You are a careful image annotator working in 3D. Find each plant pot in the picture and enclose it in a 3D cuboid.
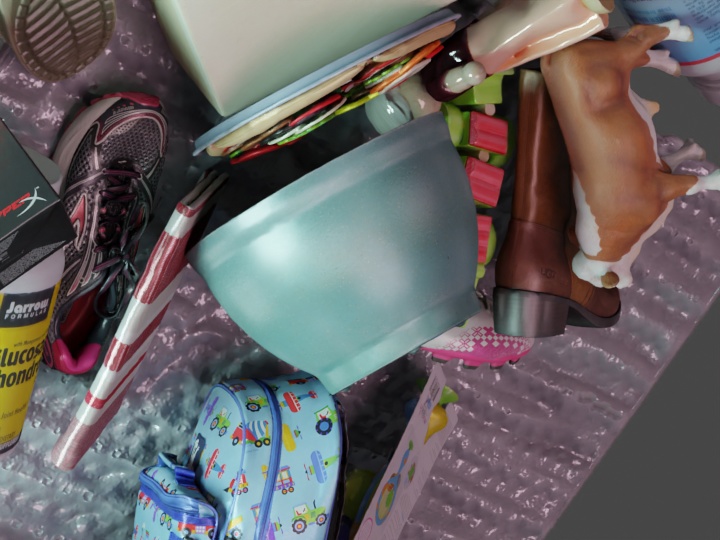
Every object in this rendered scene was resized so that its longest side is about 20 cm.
[{"bbox_3d":[0.000,0.000,1.622,0.200,0.200,0.134,-28,88,-14],"label":"plant pot"}]

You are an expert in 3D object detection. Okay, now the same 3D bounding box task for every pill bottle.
[{"bbox_3d":[-0.256,0.020,1.562,0.112,0.112,0.200,3,116,-32],"label":"pill bottle"},{"bbox_3d":[0.235,-0.211,1.725,0.109,0.109,0.200,-43,129,-2],"label":"pill bottle"}]

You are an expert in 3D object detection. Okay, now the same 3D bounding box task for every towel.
[{"bbox_3d":[-0.150,0.029,1.625,0.023,0.144,0.200,27,104,0],"label":"towel"}]

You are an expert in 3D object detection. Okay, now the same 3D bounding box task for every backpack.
[{"bbox_3d":[-0.085,0.167,1.715,0.134,0.183,0.201,10,98,-17],"label":"backpack"}]

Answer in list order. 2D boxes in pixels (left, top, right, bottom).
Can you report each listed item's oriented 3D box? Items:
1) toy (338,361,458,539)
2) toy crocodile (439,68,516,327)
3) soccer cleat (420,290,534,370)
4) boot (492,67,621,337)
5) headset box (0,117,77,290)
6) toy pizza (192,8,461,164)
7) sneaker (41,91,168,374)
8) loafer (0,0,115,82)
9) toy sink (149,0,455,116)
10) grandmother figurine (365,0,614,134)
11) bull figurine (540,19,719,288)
[{"bbox_3d":[0.010,0.169,1.812,0.200,0.047,0.115,-59,159,-19],"label":"toy"},{"bbox_3d":[0.075,-0.058,1.727,0.067,0.062,0.201,13,86,-35],"label":"toy crocodile"},{"bbox_3d":[0.056,0.022,1.779,0.200,0.070,0.087,6,106,-35],"label":"soccer cleat"},{"bbox_3d":[0.152,-0.058,1.794,0.188,0.068,0.201,-5,101,-56],"label":"boot"},{"bbox_3d":[-0.290,-0.065,1.454,0.149,0.200,0.077,-34,165,-9],"label":"headset box"},{"bbox_3d":[-0.019,-0.116,1.585,0.200,0.200,0.032,-28,92,-14],"label":"toy pizza"},{"bbox_3d":[-0.171,-0.025,1.612,0.080,0.075,0.200,7,112,-34],"label":"sneaker"},{"bbox_3d":[-0.212,-0.196,1.495,0.076,0.068,0.200,-33,145,-8],"label":"loafer"},{"bbox_3d":[-0.041,-0.216,1.555,0.200,0.112,0.131,-28,128,-8],"label":"toy sink"},{"bbox_3d":[0.084,-0.150,1.657,0.200,0.121,0.061,-31,96,27],"label":"grandmother figurine"},{"bbox_3d":[0.190,-0.083,1.698,0.121,0.065,0.200,-22,111,-14],"label":"bull figurine"}]
